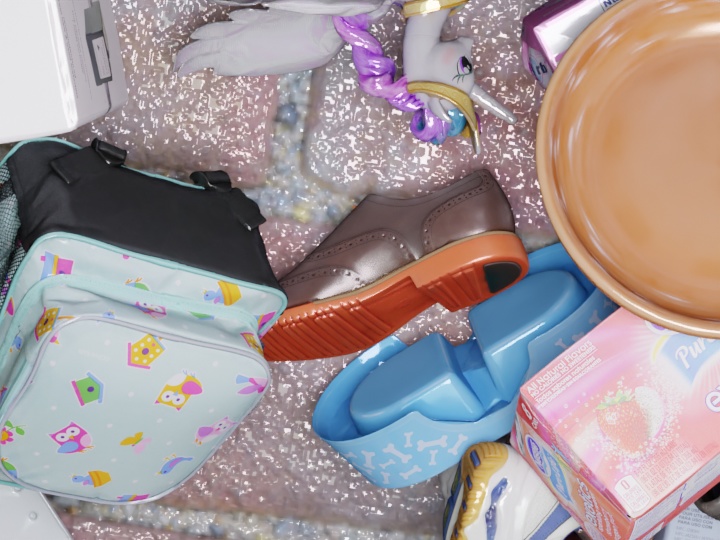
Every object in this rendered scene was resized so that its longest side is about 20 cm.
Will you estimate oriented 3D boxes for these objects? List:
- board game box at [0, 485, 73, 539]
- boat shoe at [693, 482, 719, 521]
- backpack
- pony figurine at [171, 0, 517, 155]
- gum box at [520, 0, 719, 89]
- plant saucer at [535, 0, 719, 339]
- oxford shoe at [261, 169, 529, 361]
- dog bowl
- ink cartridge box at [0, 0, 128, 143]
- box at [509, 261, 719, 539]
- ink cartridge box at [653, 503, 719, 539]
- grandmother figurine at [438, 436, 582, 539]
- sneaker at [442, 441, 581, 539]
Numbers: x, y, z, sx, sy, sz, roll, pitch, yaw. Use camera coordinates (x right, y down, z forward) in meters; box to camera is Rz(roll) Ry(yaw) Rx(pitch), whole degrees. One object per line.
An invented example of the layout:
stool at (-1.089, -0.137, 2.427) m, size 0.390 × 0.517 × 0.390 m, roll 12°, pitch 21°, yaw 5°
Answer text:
board game box at (-0.283, 0.175, 1.373) m, size 0.200 × 0.026 × 0.200 m, roll -31°, pitch 98°, yaw 7°
boat shoe at (0.224, 0.046, 1.291) m, size 0.060 × 0.072 × 0.202 m, roll 13°, pitch 76°, yaw -43°
backpack at (-0.152, 0.046, 1.261) m, size 0.175 × 0.154 × 0.200 m, roll 13°, pitch 136°, yaw -32°
pony figurine at (-0.002, -0.170, 1.256) m, size 0.192 × 0.167 × 0.201 m, roll 4°, pitch 84°, yaw -11°
gum box at (0.186, -0.155, 1.261) m, size 0.200 × 0.114 × 0.066 m, roll -28°, pitch 98°, yaw 5°
plant saucer at (0.190, -0.057, 1.168) m, size 0.200 × 0.037 × 0.201 m, roll 0°, pitch 72°, yaw 1°
oxford shoe at (0.000, 0.000, 1.328) m, size 0.200 × 0.071 × 0.073 m, roll -19°, pitch 65°, yaw 11°
dog bowl at (0.069, 0.058, 1.307) m, size 0.200 × 0.112 × 0.050 m, roll -32°, pitch 111°, yaw 6°
ink cartridge box at (-0.217, -0.112, 1.234) m, size 0.145 × 0.200 × 0.084 m, roll -10°, pitch 97°, yaw 3°
box at (0.186, 0.053, 1.204) m, size 0.200 × 0.103 × 0.095 m, roll -37°, pitch 74°, yaw -12°
ink cartridge box at (0.241, 0.163, 1.355) m, size 0.119 × 0.042 × 0.201 m, roll 10°, pitch 98°, yaw -1°
grandmother figurine at (0.115, 0.179, 1.335) m, size 0.121 × 0.061 × 0.200 m, roll -39°, pitch 82°, yaw 10°
sneaker at (0.079, 0.196, 1.281) m, size 0.088 × 0.075 × 0.200 m, roll 13°, pitch 117°, yaw -9°
